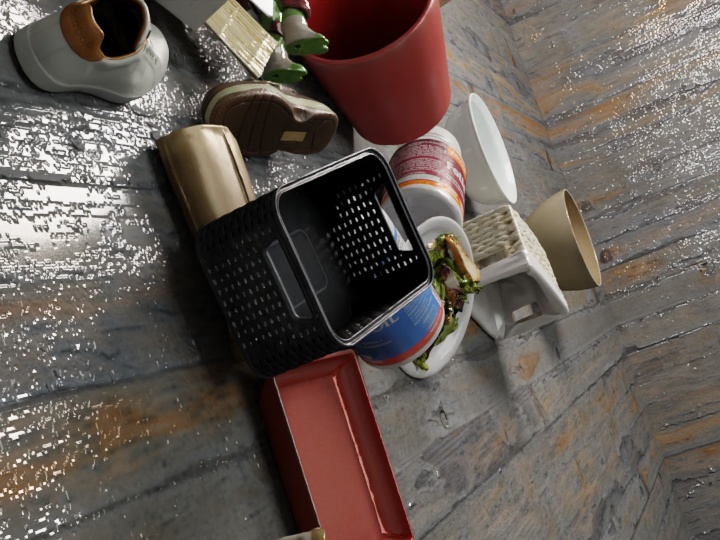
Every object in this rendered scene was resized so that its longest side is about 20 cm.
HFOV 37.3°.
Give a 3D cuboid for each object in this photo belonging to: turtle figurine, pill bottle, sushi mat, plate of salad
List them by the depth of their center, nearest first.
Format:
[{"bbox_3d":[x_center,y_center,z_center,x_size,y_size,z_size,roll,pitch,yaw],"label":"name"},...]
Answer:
[{"bbox_3d":[-0.160,-0.280,1.053,0.200,0.012,0.096,46,29,-21],"label":"sushi mat"},{"bbox_3d":[0.000,0.000,1.124,0.201,0.111,0.113,54,24,-33],"label":"pill bottle"},{"bbox_3d":[-0.067,-0.321,1.218,0.199,0.142,0.198,20,56,-60],"label":"turtle figurine"},{"bbox_3d":[0.098,0.035,1.327,0.199,0.047,0.204,-18,113,-51],"label":"plate of salad"},{"bbox_3d":[0.088,-0.110,1.454,0.115,0.112,0.201,58,23,-27],"label":"pill bottle"}]

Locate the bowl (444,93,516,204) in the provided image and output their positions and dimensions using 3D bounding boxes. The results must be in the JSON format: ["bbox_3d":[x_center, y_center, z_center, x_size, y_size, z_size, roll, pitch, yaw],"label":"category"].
[{"bbox_3d":[0.194,-0.195,1.851,0.202,0.089,0.203,54,24,-38],"label":"bowl"}]

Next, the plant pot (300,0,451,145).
[{"bbox_3d":[0.030,-0.274,1.380,0.178,0.197,0.203,60,20,-47],"label":"plant pot"}]

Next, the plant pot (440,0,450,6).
[{"bbox_3d":[0.033,-0.409,1.503,0.201,0.181,0.203,53,26,-39],"label":"plant pot"}]

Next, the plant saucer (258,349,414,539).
[{"bbox_3d":[-0.025,0.182,0.991,0.199,0.036,0.204,-1,73,-69],"label":"plant saucer"}]

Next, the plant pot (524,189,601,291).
[{"bbox_3d":[0.384,-0.044,2.137,0.201,0.132,0.203,53,25,-39],"label":"plant pot"}]

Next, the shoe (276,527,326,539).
[{"bbox_3d":[-0.039,0.305,0.824,0.070,0.052,0.204,107,-24,-68],"label":"shoe"}]

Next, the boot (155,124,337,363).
[{"bbox_3d":[-0.095,-0.030,0.973,0.203,0.065,0.175,69,19,4],"label":"boot"}]

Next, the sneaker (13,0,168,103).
[{"bbox_3d":[-0.186,-0.181,0.854,0.074,0.083,0.200,64,19,-6],"label":"sneaker"}]

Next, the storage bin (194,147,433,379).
[{"bbox_3d":[-0.033,-0.011,0.913,0.199,0.093,0.137,-32,98,-59],"label":"storage bin"}]

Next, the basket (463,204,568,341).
[{"bbox_3d":[0.228,0.004,1.684,0.200,0.134,0.125,41,31,-53],"label":"basket"}]

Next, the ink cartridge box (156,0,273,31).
[{"bbox_3d":[-0.171,-0.304,0.972,0.199,0.067,0.117,35,37,-34],"label":"ink cartridge box"}]

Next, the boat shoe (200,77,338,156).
[{"bbox_3d":[-0.106,-0.162,1.094,0.075,0.075,0.201,40,16,24],"label":"boat shoe"}]
